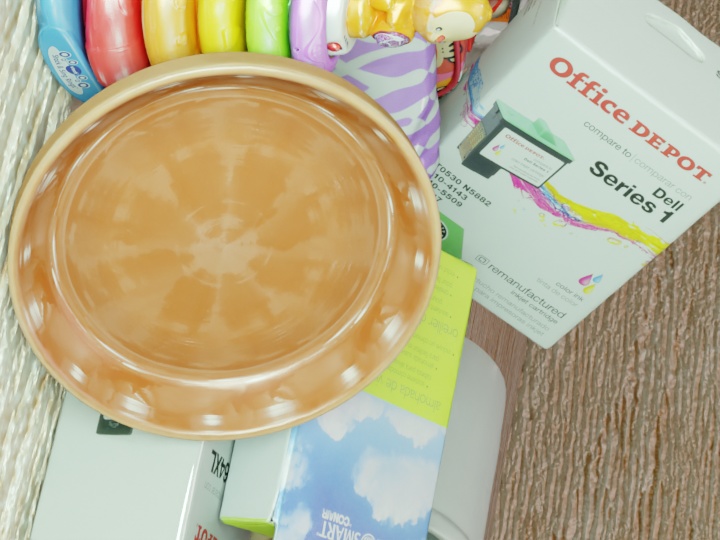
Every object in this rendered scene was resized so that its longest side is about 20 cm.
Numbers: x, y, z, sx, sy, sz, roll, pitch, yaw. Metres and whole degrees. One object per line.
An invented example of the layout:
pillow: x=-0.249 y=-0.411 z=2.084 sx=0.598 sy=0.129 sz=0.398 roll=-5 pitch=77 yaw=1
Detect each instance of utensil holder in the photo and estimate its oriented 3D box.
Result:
utensil holder: x=0.030 y=0.164 z=1.431 sx=0.170 sy=0.169 sz=0.200 roll=86 pitch=15 yaw=-47

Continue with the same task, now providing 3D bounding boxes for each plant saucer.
plant saucer: x=-0.062 y=-0.010 z=0.809 sx=0.032 sy=0.200 sz=0.201 roll=-107 pitch=-164 yaw=-57

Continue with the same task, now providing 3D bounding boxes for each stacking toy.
stacking toy: x=-0.039 y=-0.125 z=0.796 sx=0.116 sy=0.199 sz=0.110 roll=70 pitch=30 yaw=-69

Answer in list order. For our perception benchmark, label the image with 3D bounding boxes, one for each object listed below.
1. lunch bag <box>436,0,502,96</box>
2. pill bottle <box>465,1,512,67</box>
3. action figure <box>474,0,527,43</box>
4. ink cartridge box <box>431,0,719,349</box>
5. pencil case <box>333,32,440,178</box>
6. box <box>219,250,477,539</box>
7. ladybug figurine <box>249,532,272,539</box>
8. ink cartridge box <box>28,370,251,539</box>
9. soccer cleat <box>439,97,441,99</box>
lunch bag: x=0.003 y=-0.190 z=1.010 sx=0.200 sy=0.176 sz=0.082 roll=85 pitch=18 yaw=-50
pill bottle: x=0.043 y=-0.246 z=1.234 sx=0.110 sy=0.109 sz=0.201 roll=10 pitch=71 yaw=-79
action figure: x=0.046 y=-0.209 z=1.144 sx=0.069 sy=0.199 sz=0.131 roll=109 pitch=-11 yaw=-82
ink cartridge box: x=0.120 y=-0.067 z=1.033 sx=0.200 sy=0.145 sz=0.084 roll=-46 pitch=-166 yaw=42
pencil case: x=-0.003 y=-0.130 z=0.941 sx=0.085 sy=0.084 sz=0.200 roll=-42 pitch=138 yaw=-34
box: x=-0.005 y=0.074 z=0.933 sx=0.122 sy=0.048 sz=0.201 roll=26 pitch=69 yaw=-43
ladybug figurine: x=-0.047 y=0.121 z=1.048 sx=0.200 sy=0.072 sz=0.136 roll=-44 pitch=-142 yaw=34
ink cartridge box: x=-0.098 y=0.070 z=0.941 sx=0.146 sy=0.084 sz=0.201 roll=66 pitch=34 yaw=-70
soccer cleat: x=0.002 y=-0.153 z=1.323 sx=0.200 sy=0.081 sz=0.068 roll=24 pitch=61 yaw=-57
